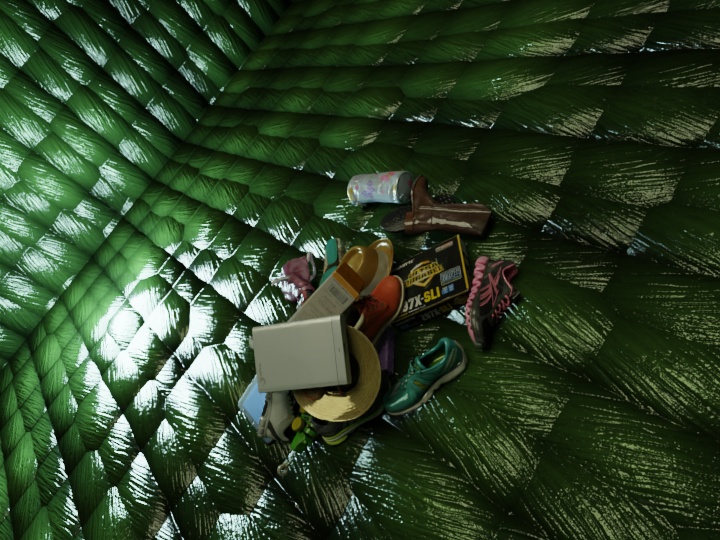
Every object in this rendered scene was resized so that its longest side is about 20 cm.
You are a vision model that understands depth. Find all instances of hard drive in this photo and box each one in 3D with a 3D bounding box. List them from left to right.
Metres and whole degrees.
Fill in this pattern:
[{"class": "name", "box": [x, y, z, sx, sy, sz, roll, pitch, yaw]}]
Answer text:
[{"class": "hard drive", "box": [-0.119, 0.167, 1.075, 0.197, 0.027, 0.134, -10, 83, 20]}]

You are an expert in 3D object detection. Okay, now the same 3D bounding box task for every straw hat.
[{"class": "straw hat", "box": [-0.039, 0.204, 1.101, 0.198, 0.085, 0.205, -2, 85, 21]}]

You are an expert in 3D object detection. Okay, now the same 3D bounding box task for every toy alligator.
[{"class": "toy alligator", "box": [-0.116, 0.353, 1.173, 0.054, 0.059, 0.202, -1, 58, 48]}]

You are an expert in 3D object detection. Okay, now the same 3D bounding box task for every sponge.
[{"class": "sponge", "box": [-0.012, 0.205, 1.228, 0.198, 0.030, 0.113, -23, 43, 29]}]

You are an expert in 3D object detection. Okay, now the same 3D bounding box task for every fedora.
[{"class": "fedora", "box": [0.000, 0.000, 1.304, 0.201, 0.081, 0.203, -45, 33, 39]}]

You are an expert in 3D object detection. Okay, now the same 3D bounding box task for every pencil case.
[{"class": "pencil case", "box": [0.054, -0.224, 1.486, 0.198, 0.083, 0.091, 2, 53, 43]}]

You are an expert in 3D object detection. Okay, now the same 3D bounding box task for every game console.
[{"class": "game console", "box": [-0.242, 0.282, 1.314, 0.118, 0.174, 0.199, -31, 33, -24]}]

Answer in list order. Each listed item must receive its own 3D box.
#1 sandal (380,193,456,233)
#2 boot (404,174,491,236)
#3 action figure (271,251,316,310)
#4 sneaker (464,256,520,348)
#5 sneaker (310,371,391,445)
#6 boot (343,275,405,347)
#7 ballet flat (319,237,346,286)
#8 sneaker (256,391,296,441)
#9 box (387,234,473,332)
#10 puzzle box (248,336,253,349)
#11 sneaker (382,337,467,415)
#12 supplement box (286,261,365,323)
[{"class": "sandal", "box": [0.146, -0.130, 1.359, 0.197, 0.048, 0.076, -16, 48, 15]}, {"class": "boot", "box": [0.214, -0.154, 1.272, 0.197, 0.064, 0.189, 0, 56, 23]}, {"class": "action figure", "box": [-0.152, 0.054, 1.438, 0.147, 0.136, 0.200, -25, 26, -15]}, {"class": "sneaker", "box": [0.265, 0.059, 1.069, 0.094, 0.079, 0.203, 0, 59, 29]}, {"class": "sneaker", "box": [-0.019, 0.282, 1.128, 0.200, 0.081, 0.074, -43, 39, 5]}, {"class": "boot", "box": [0.026, 0.080, 1.155, 0.074, 0.108, 0.202, 17, 66, 35]}, {"class": "ballet flat", "box": [-0.063, 0.004, 1.419, 0.075, 0.064, 0.203, -18, 49, 33]}, {"class": "sneaker", "box": [-0.171, 0.288, 1.198, 0.074, 0.079, 0.203, -61, -15, -68]}, {"class": "box", "box": [0.152, 0.030, 1.210, 0.198, 0.049, 0.162, -25, 45, 25]}, {"class": "puzzle box", "box": [-0.152, 0.158, 1.298, 0.198, 0.026, 0.132, -19, 21, -35]}, {"class": "sneaker", "box": [0.116, 0.204, 1.071, 0.200, 0.080, 0.078, -42, 39, 7]}, {"class": "supplement box", "box": [-0.084, 0.085, 1.156, 0.200, 0.073, 0.126, -46, 3, 13]}]
